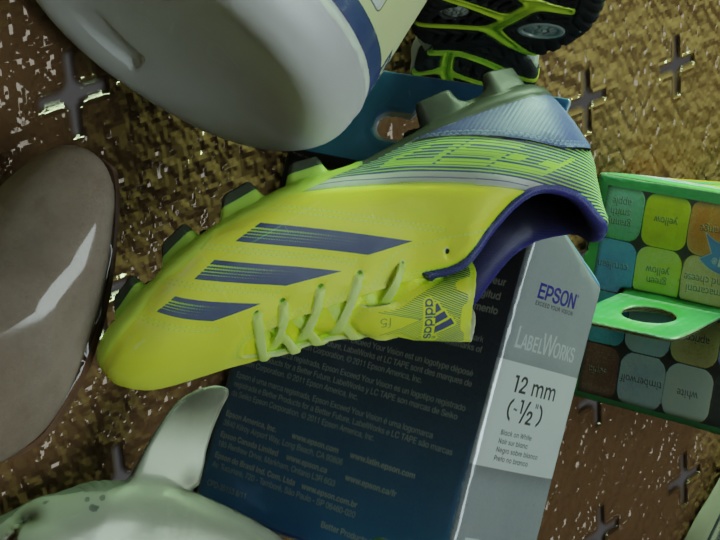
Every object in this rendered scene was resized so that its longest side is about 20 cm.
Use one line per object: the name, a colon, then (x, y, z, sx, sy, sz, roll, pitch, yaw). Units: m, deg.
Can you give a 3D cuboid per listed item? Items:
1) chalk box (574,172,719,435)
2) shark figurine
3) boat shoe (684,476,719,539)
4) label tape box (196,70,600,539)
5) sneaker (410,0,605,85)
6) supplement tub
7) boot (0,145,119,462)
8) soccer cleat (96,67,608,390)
chalk box: (0.194, 0.016, 1.030, 0.200, 0.125, 0.125, 1, 99, -50)
shark figurine: (-0.054, 0.139, 0.799, 0.214, 0.089, 0.128, 36, 64, -8)
boat shoe: (0.274, 0.121, 1.171, 0.075, 0.093, 0.201, 43, 69, -45)
label tape box: (0.022, 0.022, 0.821, 0.066, 0.143, 0.201, 19, 86, -49)
sneaker: (0.056, -0.129, 0.820, 0.075, 0.200, 0.077, 6, 82, -9)
supplement tub: (-0.021, -0.162, 0.722, 0.200, 0.145, 0.145, -59, 136, -19)
boot: (-0.162, 0.037, 0.647, 0.201, 0.070, 0.146, -65, 160, 0)
soccer cleat: (0.000, 0.000, 0.711, 0.200, 0.084, 0.065, -28, 168, -12)
